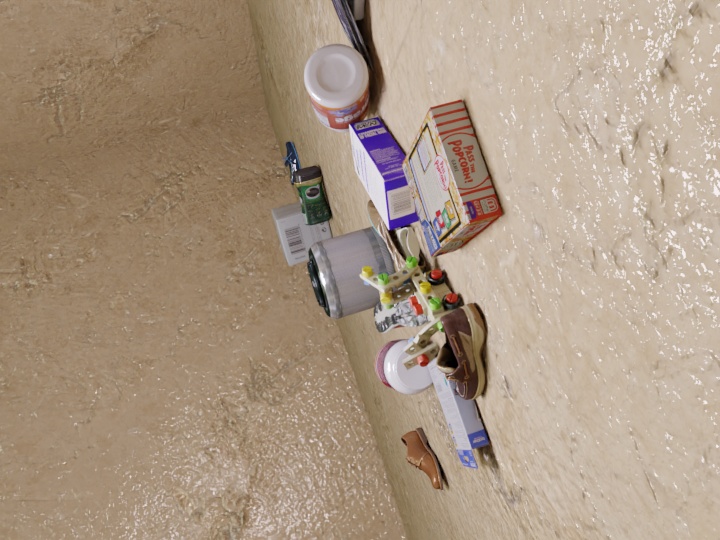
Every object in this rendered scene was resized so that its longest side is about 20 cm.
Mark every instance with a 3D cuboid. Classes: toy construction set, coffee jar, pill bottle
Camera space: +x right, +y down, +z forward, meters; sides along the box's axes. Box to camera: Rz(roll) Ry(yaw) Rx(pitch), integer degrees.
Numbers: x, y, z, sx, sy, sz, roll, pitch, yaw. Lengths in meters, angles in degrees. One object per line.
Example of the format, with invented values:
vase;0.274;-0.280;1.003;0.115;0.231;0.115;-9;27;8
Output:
toy construction set;0.089;0.059;1.000;0.092;0.131;0.200;85;165;-56
coffee jar;-0.174;-0.269;2.164;0.085;0.104;0.201;-135;30;-67
pill bottle;0.097;0.200;1.271;0.200;0.113;0.113;133;121;-81
pill bottle;-0.037;-0.326;1.121;0.200;0.112;0.113;54;-161;-85

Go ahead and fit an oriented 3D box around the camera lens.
camera lens;0.000;0.000;1.228;0.160;0.199;0.161;163;90;-82

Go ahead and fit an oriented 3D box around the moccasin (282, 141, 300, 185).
moccasin;-0.316;-0.490;2.774;0.080;0.068;0.201;163;91;-81

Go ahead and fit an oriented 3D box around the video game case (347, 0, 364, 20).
video game case;-0.028;-0.547;0.982;0.200;0.023;0.183;97;155;-69

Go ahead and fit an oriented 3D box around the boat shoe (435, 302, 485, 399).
boat shoe;0.150;0.136;0.948;0.200;0.072;0.072;82;168;-44

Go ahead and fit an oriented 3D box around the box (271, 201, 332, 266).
box;-0.226;-0.157;2.385;0.171;0.199;0.200;-130;25;-65

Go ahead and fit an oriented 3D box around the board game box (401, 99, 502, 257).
board game box;0.113;-0.112;0.811;0.200;0.046;0.152;123;130;-79

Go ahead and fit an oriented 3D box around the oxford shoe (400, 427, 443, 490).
oxford shoe;0.160;0.498;1.575;0.200;0.071;0.072;-124;21;-59

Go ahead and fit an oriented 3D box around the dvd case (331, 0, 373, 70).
dvd case;-0.035;-0.459;1.042;0.149;0.016;0.200;67;-175;36

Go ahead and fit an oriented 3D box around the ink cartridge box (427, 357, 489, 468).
ink cartridge box;0.179;0.252;1.096;0.119;0.042;0.201;104;151;-73

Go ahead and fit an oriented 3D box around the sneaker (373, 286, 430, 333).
sneaker;0.100;0.068;1.147;0.200;0.085;0.077;-21;80;59

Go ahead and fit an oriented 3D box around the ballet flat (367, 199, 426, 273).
ballet flat;0.073;-0.068;1.128;0.072;0.068;0.201;-57;47;52

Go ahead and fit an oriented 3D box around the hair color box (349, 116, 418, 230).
hair color box;0.041;-0.179;1.093;0.110;0.065;0.200;81;167;-44
